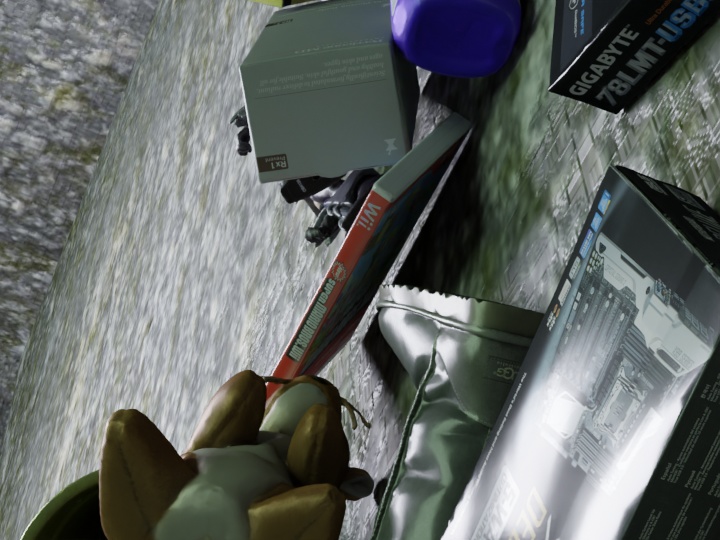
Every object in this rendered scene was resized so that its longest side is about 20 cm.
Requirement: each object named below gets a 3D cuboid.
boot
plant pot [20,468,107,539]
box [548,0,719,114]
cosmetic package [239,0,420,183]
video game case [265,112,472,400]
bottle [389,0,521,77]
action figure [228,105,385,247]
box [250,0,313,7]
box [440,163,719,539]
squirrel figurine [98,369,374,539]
[{"bbox_3d":[0.032,0.112,0.915,0.182,0.072,0.202,-170,91,-77],"label":"boot"},{"bbox_3d":[-0.142,0.220,1.216,0.190,0.198,0.202,-109,38,-86],"label":"plant pot"},{"bbox_3d":[0.163,-0.212,0.833,0.199,0.049,0.202,130,152,-57],"label":"box"},{"bbox_3d":[-0.017,-0.130,1.158,0.200,0.106,0.091,-81,-18,-74],"label":"cosmetic package"},{"bbox_3d":[0.000,0.000,1.099,0.201,0.017,0.143,-61,-9,32],"label":"video game case"},{"bbox_3d":[0.059,-0.206,1.124,0.201,0.083,0.066,-91,13,-52],"label":"bottle"},{"bbox_3d":[-0.044,-0.075,1.291,0.069,0.130,0.200,-48,20,-5],"label":"action figure"},{"bbox_3d":[-0.034,-0.245,1.306,0.200,0.075,0.051,-27,-52,-56],"label":"box"},{"bbox_3d":[0.106,0.076,0.697,0.158,0.049,0.201,-112,42,-67],"label":"box"},{"bbox_3d":[-0.064,0.156,1.009,0.187,0.140,0.202,-46,-35,-70],"label":"squirrel figurine"}]
